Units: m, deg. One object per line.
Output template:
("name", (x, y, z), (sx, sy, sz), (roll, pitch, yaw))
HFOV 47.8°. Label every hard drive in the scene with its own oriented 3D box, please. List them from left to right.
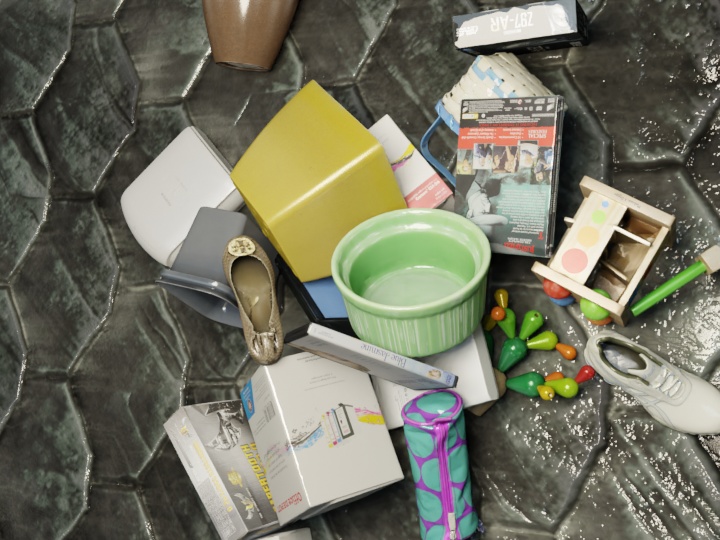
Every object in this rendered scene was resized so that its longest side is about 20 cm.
("hard drive", (0.093, 0.136, 1.128), (0.200, 0.026, 0.132), (-26, 70, 42))

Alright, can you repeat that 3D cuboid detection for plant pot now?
("plant pot", (-0.181, -0.433, 1.326), (0.186, 0.187, 0.201), (9, 97, 22))
("plant pot", (-0.062, -0.106, 1.139), (0.176, 0.200, 0.200), (-34, 48, -7))

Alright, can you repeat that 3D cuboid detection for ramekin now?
("ramekin", (0.068, 0.017, 1.038), (0.199, 0.098, 0.200), (-6, 39, 5))

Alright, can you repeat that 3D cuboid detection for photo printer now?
("photo printer", (-0.298, -0.116, 1.349), (0.200, 0.069, 0.167), (-43, 68, 8))

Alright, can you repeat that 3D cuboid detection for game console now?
("game console", (0.000, 0.000, 1.159), (0.200, 0.175, 0.117), (54, 131, 42))

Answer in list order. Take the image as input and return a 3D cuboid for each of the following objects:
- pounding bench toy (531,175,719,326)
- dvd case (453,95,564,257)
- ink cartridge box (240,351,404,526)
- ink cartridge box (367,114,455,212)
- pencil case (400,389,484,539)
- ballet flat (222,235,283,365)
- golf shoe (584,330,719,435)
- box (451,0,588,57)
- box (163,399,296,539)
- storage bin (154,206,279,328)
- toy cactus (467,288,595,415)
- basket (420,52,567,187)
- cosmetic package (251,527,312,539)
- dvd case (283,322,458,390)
("pounding bench toy", (0.346, 0.003, 1.051), (0.200, 0.124, 0.156), (30, 91, 23))
("dvd case", (0.187, -0.122, 1.051), (0.146, 0.022, 0.201), (6, 95, 40))
("ink cartridge box", (-0.058, 0.225, 1.121), (0.144, 0.147, 0.201), (-11, 70, -26))
("ink cartridge box", (0.061, -0.147, 1.191), (0.067, 0.116, 0.200), (-38, 69, 4))
("pencil case", (0.107, 0.260, 1.067), (0.085, 0.092, 0.201), (-12, 109, -4))
("ballet flat", (-0.143, 0.031, 1.087), (0.067, 0.046, 0.201), (-11, 60, -8))
("golf shoe", (0.374, 0.144, 1.028), (0.200, 0.097, 0.078), (29, 89, 22))
("box", (0.226, -0.330, 1.122), (0.160, 0.200, 0.044), (-3, 99, 19))
("box", (-0.176, 0.284, 1.172), (0.048, 0.158, 0.200), (-42, 67, 20))
("storage bin", (-0.189, -0.001, 1.225), (0.145, 0.200, 0.135), (12, 74, 22))
("toy cactus", (0.199, 0.128, 1.108), (0.200, 0.102, 0.165), (37, 103, 15))
("basket", (0.185, -0.190, 1.154), (0.176, 0.139, 0.200), (50, 126, 20))
("cosmetic package", (-0.107, 0.471, 1.137), (0.081, 0.113, 0.201), (-18, 72, 16))
("dvd case", (0.009, 0.113, 1.034), (0.199, 0.143, 0.018), (21, 75, -13))
